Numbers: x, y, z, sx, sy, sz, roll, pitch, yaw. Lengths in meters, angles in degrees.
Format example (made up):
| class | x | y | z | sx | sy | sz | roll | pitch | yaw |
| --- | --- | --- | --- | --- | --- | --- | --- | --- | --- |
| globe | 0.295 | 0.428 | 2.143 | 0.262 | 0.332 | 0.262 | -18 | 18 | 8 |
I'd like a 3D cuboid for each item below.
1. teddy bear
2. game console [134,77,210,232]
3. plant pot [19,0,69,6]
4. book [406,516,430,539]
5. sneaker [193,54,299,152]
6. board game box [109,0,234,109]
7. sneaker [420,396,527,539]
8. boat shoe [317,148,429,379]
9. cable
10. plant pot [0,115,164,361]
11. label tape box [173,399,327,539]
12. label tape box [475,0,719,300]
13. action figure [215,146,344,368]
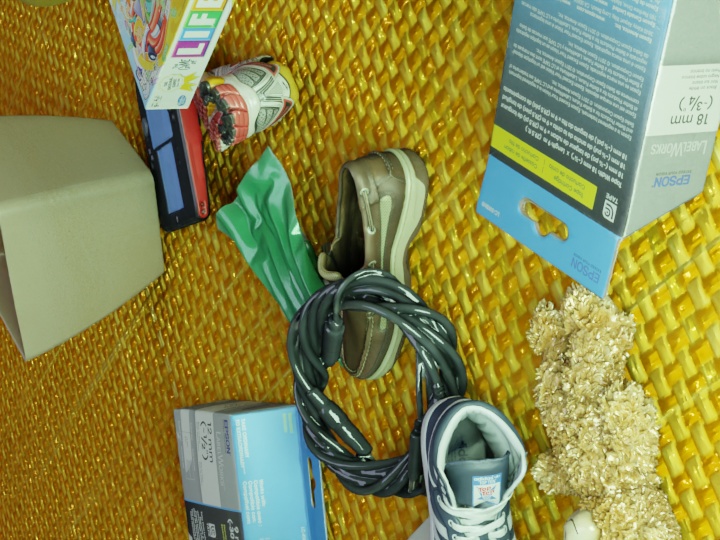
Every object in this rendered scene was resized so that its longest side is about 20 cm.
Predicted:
| class | x | y | z | sx | sy | sz | roll | pitch | yaw |
| --- | --- | --- | --- | --- | --- | --- | --- | --- | --- |
| teddy bear | 0.148 | 0.107 | 0.981 | 0.145 | 0.067 | 0.201 | 0 | 95 | 62 |
| game console | -0.192 | -0.131 | 1.526 | 0.200 | 0.031 | 0.177 | 173 | 91 | -73 |
| plant pot | -0.360 | -0.379 | 1.680 | 0.200 | 0.200 | 0.142 | 57 | 168 | 38 |
| book | 0.054 | 0.290 | 1.213 | 0.200 | 0.048 | 0.134 | -58 | 43 | 50 |
| sneaker | -0.104 | -0.154 | 1.375 | 0.078 | 0.082 | 0.200 | 69 | 168 | -15 |
| board game box | -0.122 | -0.223 | 1.020 | 0.200 | 0.034 | 0.135 | -57 | 46 | 49 |
| sneaker | 0.086 | 0.185 | 1.069 | 0.109 | 0.070 | 0.200 | 125 | 135 | -78 |
| boat shoe | -0.003 | -0.003 | 1.215 | 0.075 | 0.075 | 0.203 | 39 | 128 | 51 |
| cable | 0.010 | 0.086 | 1.193 | 0.163 | 0.051 | 0.200 | 13 | 121 | 39 |
| plant pot | -0.321 | -0.056 | 1.637 | 0.200 | 0.177 | 0.200 | 49 | 148 | 46 |
| label tape box | -0.107 | 0.201 | 1.448 | 0.200 | 0.066 | 0.144 | -4 | 92 | 62 |
| label tape box | 0.151 | -0.104 | 0.937 | 0.144 | 0.063 | 0.200 | 40 | 130 | 50 |
| action figure | -0.051 | 0.004 | 1.323 | 0.200 | 0.055 | 0.118 | 60 | 142 | 23 |
